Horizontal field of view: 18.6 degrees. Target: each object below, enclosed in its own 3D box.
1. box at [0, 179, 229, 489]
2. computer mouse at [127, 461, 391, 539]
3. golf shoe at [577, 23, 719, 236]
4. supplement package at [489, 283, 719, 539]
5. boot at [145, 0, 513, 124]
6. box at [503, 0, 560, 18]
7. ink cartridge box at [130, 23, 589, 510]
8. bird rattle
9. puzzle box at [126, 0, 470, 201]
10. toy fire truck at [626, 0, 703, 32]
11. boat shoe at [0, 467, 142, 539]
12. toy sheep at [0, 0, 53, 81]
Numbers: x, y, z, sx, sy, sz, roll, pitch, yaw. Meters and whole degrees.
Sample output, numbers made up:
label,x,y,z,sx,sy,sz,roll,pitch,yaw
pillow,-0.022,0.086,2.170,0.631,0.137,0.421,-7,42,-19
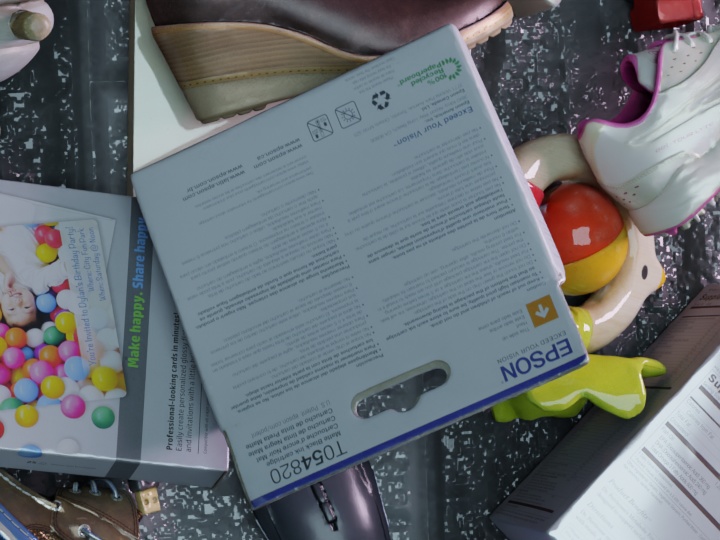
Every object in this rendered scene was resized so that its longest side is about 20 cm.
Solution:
label,x,y,z,sx,sy,sz,roll,pitch,yaw
box,-0.169,0.031,1.192,0.200,0.041,0.156,7,66,-13
computer mouse,-0.054,0.128,1.243,0.140,0.046,0.200,-16,94,-15
golf shoe,0.206,-0.114,1.254,0.092,0.075,0.200,42,82,-5
supplement package,0.193,0.113,1.273,0.200,0.114,0.110,-45,99,-10
boot,-0.025,-0.182,1.213,0.200,0.072,0.166,-15,95,-11
box,0.048,-0.237,1.262,0.200,0.068,0.082,39,81,-12
ink cartridge box,0.000,0.000,1.157,0.200,0.041,0.200,-24,73,11
bird rattle,0.099,-0.010,1.266,0.163,0.113,0.200,-38,103,-34
puzzle box,-0.034,-0.102,1.261,0.200,0.025,0.133,1,89,-15
toy fire truck,0.223,-0.199,1.317,0.141,0.049,0.200,-9,91,-15
boat shoe,-0.154,0.153,1.211,0.200,0.072,0.072,44,63,-9
toy sheep,-0.213,-0.166,1.161,0.138,0.138,0.200,-4,99,-15
